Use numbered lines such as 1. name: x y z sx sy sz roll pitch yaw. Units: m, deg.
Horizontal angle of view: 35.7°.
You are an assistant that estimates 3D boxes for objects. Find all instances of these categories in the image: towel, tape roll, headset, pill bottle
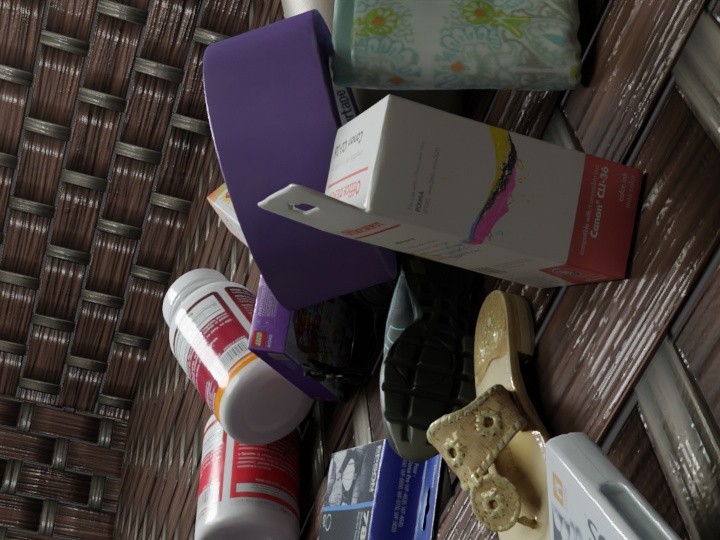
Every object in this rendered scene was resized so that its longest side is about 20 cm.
1. towel: 0.069 -0.213 0.787 0.048 0.168 0.203 73 -160 -60
2. tape roll: -0.040 -0.079 0.816 0.200 0.084 0.204 -17 -90 -82
3. headset: 0.000 0.000 1.002 0.123 0.092 0.204 176 100 -75
4. pill bottle: -0.137 0.085 1.207 0.200 0.111 0.114 46 124 44
5. pill bottle: -0.120 0.218 1.229 0.202 0.110 0.113 -91 21 -45

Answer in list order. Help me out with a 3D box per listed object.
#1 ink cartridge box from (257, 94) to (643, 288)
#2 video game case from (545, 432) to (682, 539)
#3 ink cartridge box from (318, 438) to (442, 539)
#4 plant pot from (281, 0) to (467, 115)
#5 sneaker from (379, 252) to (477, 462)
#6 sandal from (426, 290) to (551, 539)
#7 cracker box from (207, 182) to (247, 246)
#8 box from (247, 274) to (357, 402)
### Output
1. ink cartridge box: 0.048 -0.046 0.655 0.116 0.197 0.069 169 114 -73
2. video game case: 0.112 0.190 0.415 0.182 0.023 0.204 -123 26 -71
3. ink cartridge box: 0.011 0.192 0.906 0.200 0.039 0.101 143 139 -67
4. plant pot: 0.023 -0.190 0.958 0.200 0.196 0.177 -153 60 -75
5. sneaker: 0.052 0.059 0.830 0.080 0.074 0.202 107 177 -51
6. sandal: 0.072 0.097 0.693 0.078 0.068 0.214 118 159 -44
7. cracker box: -0.074 -0.077 1.213 0.133 0.058 0.200 -39 28 -8
8. box: -0.047 0.036 1.065 0.200 0.038 0.139 54 -137 -66
